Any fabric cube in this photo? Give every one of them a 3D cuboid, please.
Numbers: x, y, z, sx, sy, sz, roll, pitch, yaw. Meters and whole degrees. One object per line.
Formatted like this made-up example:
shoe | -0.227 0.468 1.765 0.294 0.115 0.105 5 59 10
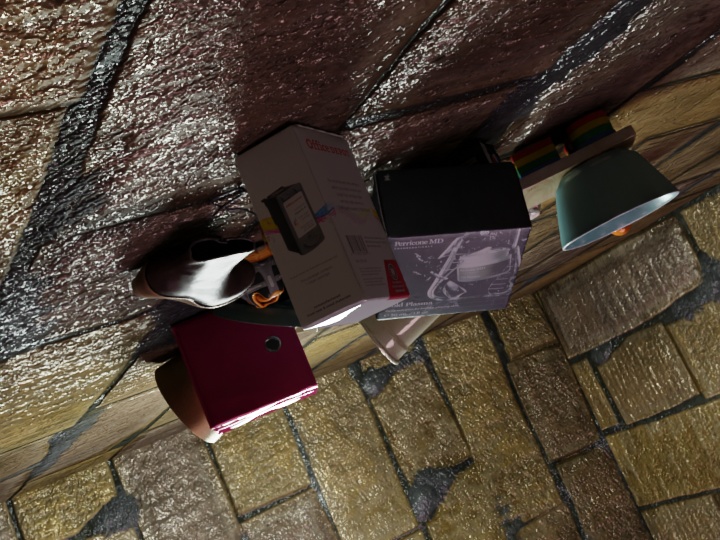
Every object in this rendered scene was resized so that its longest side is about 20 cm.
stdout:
fabric cube | -0.204 0.162 1.818 0.198 0.197 0.200 -21 171 -7

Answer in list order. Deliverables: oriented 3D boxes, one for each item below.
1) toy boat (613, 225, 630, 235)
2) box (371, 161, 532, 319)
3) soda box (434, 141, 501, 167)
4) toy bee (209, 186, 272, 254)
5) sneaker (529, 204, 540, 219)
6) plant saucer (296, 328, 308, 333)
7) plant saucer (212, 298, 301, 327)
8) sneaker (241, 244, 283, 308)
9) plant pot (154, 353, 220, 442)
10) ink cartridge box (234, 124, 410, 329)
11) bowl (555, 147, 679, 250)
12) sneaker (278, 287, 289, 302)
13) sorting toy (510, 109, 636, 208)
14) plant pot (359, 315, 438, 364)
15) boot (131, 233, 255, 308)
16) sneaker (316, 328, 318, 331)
toy boat | 0.564 -0.140 2.281 0.130 0.131 0.200 -30 169 33
box | 0.116 -0.039 1.421 0.199 0.124 0.197 -5 143 -7
soda box | 0.116 -0.113 1.498 0.199 0.071 0.063 -29 170 24
toy bee | -0.086 -0.049 1.242 0.199 0.109 0.131 -19 171 -29
sneaker | 0.261 -0.109 1.865 0.104 0.076 0.200 -27 179 42
plant saucer | -0.067 0.088 2.251 0.199 0.030 0.200 -24 171 -4
plant saucer | -0.138 0.064 1.637 0.199 0.028 0.200 6 -176 0
sneaker | -0.156 0.022 1.539 0.078 0.078 0.200 -24 172 -12
plant pot | -0.270 0.206 2.012 0.200 0.187 0.186 -38 169 5
ink cartridge box | -0.038 -0.044 1.101 0.085 0.201 0.147 -27 170 20
bowl | 0.391 -0.122 1.612 0.200 0.106 0.201 -24 170 -4
sneaker | -0.060 -0.014 1.627 0.199 0.078 0.086 -20 -179 35
sorting toy | 0.339 -0.186 1.666 0.198 0.070 0.200 -26 170 7
plant pot | 0.088 0.057 2.060 0.183 0.201 0.200 -36 169 6
boot | -0.181 -0.002 1.319 0.199 0.073 0.166 -7 168 -44
sneaker | -0.091 0.056 1.803 0.105 0.060 0.200 -63 169 3
